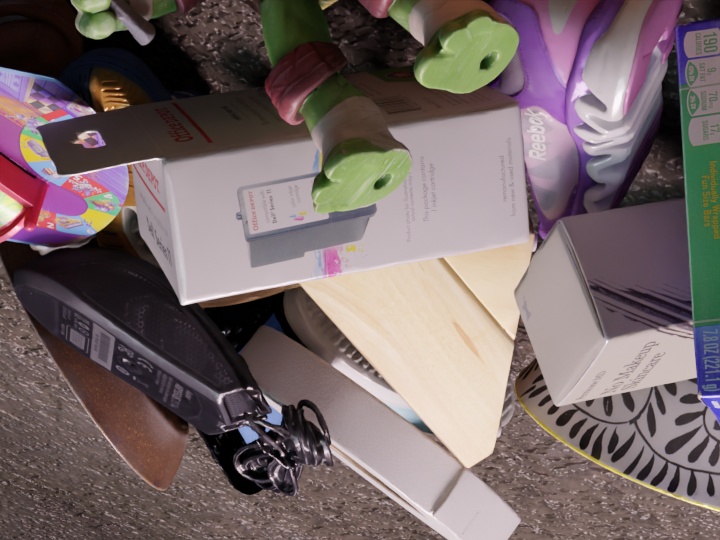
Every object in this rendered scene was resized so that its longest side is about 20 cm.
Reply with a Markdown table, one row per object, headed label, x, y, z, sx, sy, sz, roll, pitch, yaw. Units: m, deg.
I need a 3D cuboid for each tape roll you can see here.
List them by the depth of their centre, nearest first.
| label | x | y | z | sx | sy | sz | roll | pitch | yaw |
| --- | --- | --- | --- | --- | --- | --- | --- | --- | --- |
| tape roll | 0.008 | 0.107 | 0.951 | 0.202 | 0.037 | 0.203 | 36 | 172 | 6 |

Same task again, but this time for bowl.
| label | x | y | z | sx | sy | sz | roll | pitch | yaw |
| --- | --- | --- | --- | --- | --- | --- | --- | --- | --- |
| bowl | 0.194 | 0.051 | 0.860 | 0.200 | 0.201 | 0.095 | 16 | 106 | -2 |

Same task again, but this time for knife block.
| label | x | y | z | sx | sy | sz | roll | pitch | yaw |
| --- | --- | --- | --- | --- | --- | --- | --- | --- | --- |
| knife block | 0.000 | 0.000 | 0.837 | 0.175 | 0.064 | 0.201 | 6 | 117 | -3 |

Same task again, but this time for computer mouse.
| label | x | y | z | sx | sy | sz | roll | pitch | yaw |
| --- | --- | --- | --- | --- | --- | --- | --- | --- | --- |
| computer mouse | -0.099 | 0.045 | 0.861 | 0.200 | 0.053 | 0.139 | 35 | 159 | -3 |

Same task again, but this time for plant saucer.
| label | x | y | z | sx | sy | sz | roll | pitch | yaw |
| --- | --- | --- | --- | --- | --- | --- | --- | --- | --- |
| plant saucer | -0.163 | 0.045 | 0.983 | 0.034 | 0.201 | 0.200 | -31 | 141 | -1 |

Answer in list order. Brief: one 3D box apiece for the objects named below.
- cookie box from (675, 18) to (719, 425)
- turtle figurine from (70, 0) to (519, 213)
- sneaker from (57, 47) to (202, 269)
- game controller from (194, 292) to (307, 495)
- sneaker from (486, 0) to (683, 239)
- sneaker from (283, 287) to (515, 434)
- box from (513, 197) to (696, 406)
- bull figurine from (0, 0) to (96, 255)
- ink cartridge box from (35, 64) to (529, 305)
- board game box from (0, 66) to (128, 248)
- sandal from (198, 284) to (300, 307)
| label | x | y | z | sx | sy | sz | roll | pitch | yaw |
| --- | --- | --- | --- | --- | --- | --- | --- | --- | --- |
| cookie box | 0.240 | -0.028 | 0.644 | 0.199 | 0.172 | 0.075 | -6 | 163 | 21 |
| turtle figurine | -0.045 | -0.129 | 0.595 | 0.194 | 0.144 | 0.200 | 52 | 170 | 23 |
| sneaker | -0.115 | -0.072 | 0.824 | 0.075 | 0.088 | 0.200 | 15 | 156 | 9 |
| game controller | -0.070 | 0.074 | 1.039 | 0.042 | 0.104 | 0.200 | 40 | 164 | 31 |
| sneaker | 0.095 | -0.079 | 0.744 | 0.088 | 0.081 | 0.200 | 23 | 157 | 15 |
| sneaker | 0.010 | 0.063 | 1.003 | 0.082 | 0.074 | 0.200 | -20 | 139 | 39 |
| box | 0.184 | 0.005 | 0.762 | 0.199 | 0.069 | 0.082 | -11 | 155 | -17 |
| bull figurine | -0.192 | -0.089 | 0.851 | 0.121 | 0.065 | 0.200 | 19 | 145 | 4 |
| ink cartridge box | -0.038 | -0.040 | 0.697 | 0.199 | 0.117 | 0.068 | -10 | 109 | -14 |
| board game box | -0.216 | -0.046 | 0.759 | 0.199 | 0.039 | 0.158 | 11 | 150 | -3 |
| sandal | -0.037 | -0.028 | 0.910 | 0.211 | 0.078 | 0.070 | -3 | 116 | 14 |
